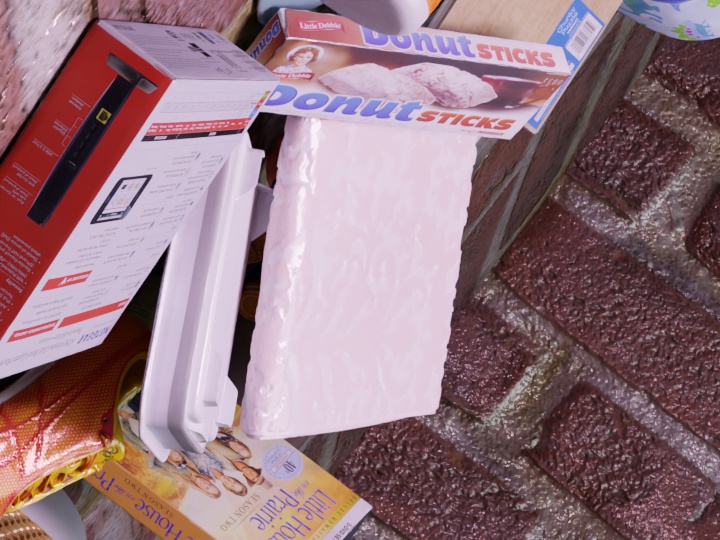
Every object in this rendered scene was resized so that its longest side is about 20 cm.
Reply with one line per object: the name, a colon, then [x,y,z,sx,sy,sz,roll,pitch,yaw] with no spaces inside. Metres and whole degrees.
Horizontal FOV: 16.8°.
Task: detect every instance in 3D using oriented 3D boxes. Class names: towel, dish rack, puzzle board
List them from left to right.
dish rack: [-0.086,0.009,1.412,0.172,0.043,0.201,88,12,-79]
towel: [0.000,0.000,1.524,0.191,0.032,0.201,-3,104,-55]
puzzle board: [0.124,-0.195,1.498,0.200,0.017,0.151,-57,145,1]

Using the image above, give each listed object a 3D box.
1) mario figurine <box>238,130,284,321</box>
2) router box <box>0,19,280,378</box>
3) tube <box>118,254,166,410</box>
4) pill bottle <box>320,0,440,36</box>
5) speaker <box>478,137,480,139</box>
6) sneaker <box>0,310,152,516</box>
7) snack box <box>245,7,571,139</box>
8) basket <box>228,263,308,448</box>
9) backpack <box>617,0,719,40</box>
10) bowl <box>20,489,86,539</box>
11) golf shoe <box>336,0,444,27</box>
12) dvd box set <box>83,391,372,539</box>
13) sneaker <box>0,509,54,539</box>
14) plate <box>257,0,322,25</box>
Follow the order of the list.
mario figurine: [-0.019,-0.046,1.587,0.124,0.106,0.200,-63,180,33]
router box: [-0.131,-0.037,1.222,0.180,0.049,0.200,-55,173,10]
tube: [-0.151,0.057,1.534,0.200,0.052,0.058,-48,161,-30]
pill bottle: [0.041,-0.224,1.212,0.200,0.109,0.110,-52,173,-11]
speaker: [0.093,-0.168,1.911,0.200,0.081,0.081,-54,173,1]
sneaker: [-0.183,0.099,1.425,0.200,0.077,0.073,-48,173,-27]
snack box: [0.023,-0.114,1.431,0.200,0.024,0.072,4,147,-32]
basket: [-0.086,0.083,1.764,0.200,0.136,0.180,-51,169,5]
backpack: [0.214,-0.270,1.736,0.183,0.200,0.147,-51,153,-6]
bowl: [-0.260,0.244,1.618,0.200,0.075,0.200,-56,174,20]
golf shoe: [0.063,-0.208,1.475,0.200,0.078,0.097,-56,-173,10]
dvd box set: [-0.102,0.132,1.597,0.029,0.200,0.146,-57,171,28]
sneaker: [-0.254,0.198,1.461,0.090,0.075,0.200,-57,164,18]
plate: [0.010,-0.215,1.386,0.200,0.026,0.200,-53,173,-9]
